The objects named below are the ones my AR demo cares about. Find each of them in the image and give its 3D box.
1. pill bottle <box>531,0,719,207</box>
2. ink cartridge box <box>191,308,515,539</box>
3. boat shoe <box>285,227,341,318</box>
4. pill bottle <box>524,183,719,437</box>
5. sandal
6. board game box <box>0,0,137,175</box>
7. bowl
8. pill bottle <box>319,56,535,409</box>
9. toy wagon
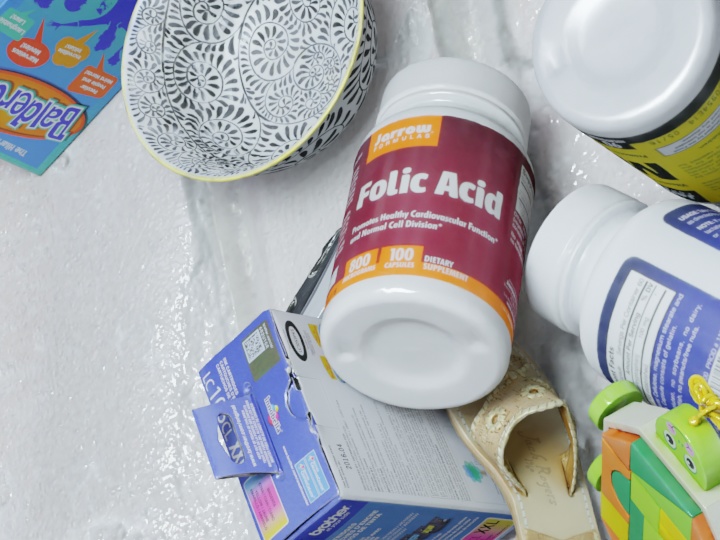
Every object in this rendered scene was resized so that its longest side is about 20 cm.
[{"bbox_3d":[0.193,-0.104,1.364,0.114,0.200,0.114,-11,69,31],"label":"pill bottle"},{"bbox_3d":[-0.009,0.103,1.429,0.076,0.200,0.137,-41,55,30],"label":"ink cartridge box"},{"bbox_3d":[0.000,0.000,1.549,0.066,0.070,0.200,20,81,60],"label":"boat shoe"},{"bbox_3d":[0.198,0.027,1.369,0.200,0.120,0.120,31,93,37],"label":"pill bottle"},{"bbox_3d":[0.110,0.106,1.414,0.070,0.078,0.212,120,139,-52],"label":"sandal"},{"bbox_3d":[-0.224,-0.171,1.697,0.200,0.152,0.045,-45,56,15],"label":"board game box"},{"bbox_3d":[-0.058,-0.145,1.612,0.201,0.094,0.201,-11,70,31],"label":"bowl"},{"bbox_3d":[0.046,-0.026,1.426,0.114,0.114,0.200,-16,44,29],"label":"pill bottle"},{"bbox_3d":[0.180,0.132,1.312,0.040,0.200,0.155,-28,55,-15],"label":"toy wagon"}]
